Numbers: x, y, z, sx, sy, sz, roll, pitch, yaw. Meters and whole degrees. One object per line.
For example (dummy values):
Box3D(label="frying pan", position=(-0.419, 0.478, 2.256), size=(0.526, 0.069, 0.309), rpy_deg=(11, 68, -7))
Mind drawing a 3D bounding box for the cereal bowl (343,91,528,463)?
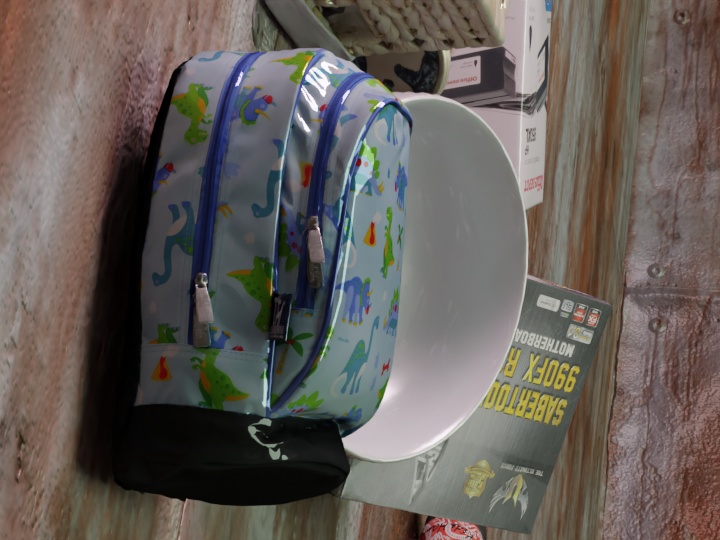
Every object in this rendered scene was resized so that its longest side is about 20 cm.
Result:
Box3D(label="cereal bowl", position=(0.000, 0.000, 1.368), size=(0.199, 0.083, 0.202), rpy_deg=(-12, 106, -47))

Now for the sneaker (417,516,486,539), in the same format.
Box3D(label="sneaker", position=(0.070, 0.292, 1.930), size=(0.108, 0.067, 0.203), rpy_deg=(-61, 148, -64))

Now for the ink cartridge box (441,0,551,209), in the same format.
Box3D(label="ink cartridge box", position=(0.096, -0.146, 1.906), size=(0.145, 0.084, 0.202), rpy_deg=(-23, 116, -77))

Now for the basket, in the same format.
Box3D(label="basket", position=(0.023, -0.228, 1.417), size=(0.136, 0.122, 0.202), rpy_deg=(45, 49, -74))

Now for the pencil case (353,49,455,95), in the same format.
Box3D(label="pencil case", position=(0.034, -0.164, 1.602), size=(0.200, 0.077, 0.090), rpy_deg=(-66, 137, -63))

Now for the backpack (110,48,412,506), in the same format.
Box3D(label="backpack", position=(-0.044, -0.002, 1.144), size=(0.163, 0.153, 0.202), rpy_deg=(32, 48, -70))

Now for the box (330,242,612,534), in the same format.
Box3D(label="box", position=(0.059, 0.071, 1.531), size=(0.199, 0.048, 0.159), rpy_deg=(18, 93, -49))
